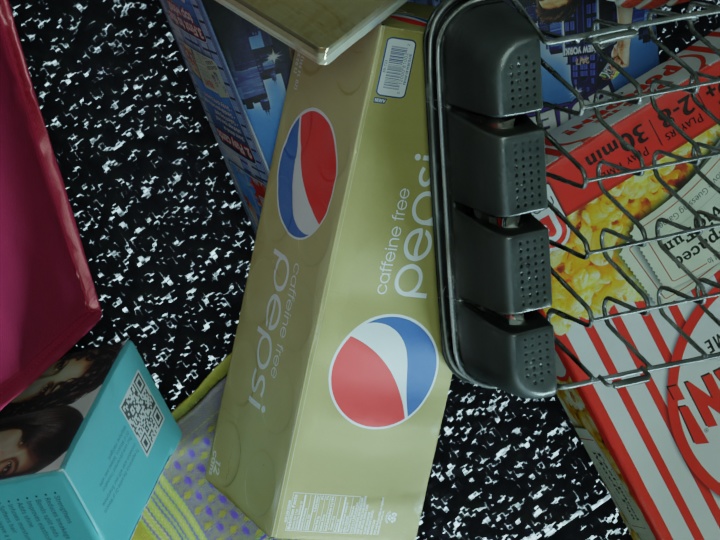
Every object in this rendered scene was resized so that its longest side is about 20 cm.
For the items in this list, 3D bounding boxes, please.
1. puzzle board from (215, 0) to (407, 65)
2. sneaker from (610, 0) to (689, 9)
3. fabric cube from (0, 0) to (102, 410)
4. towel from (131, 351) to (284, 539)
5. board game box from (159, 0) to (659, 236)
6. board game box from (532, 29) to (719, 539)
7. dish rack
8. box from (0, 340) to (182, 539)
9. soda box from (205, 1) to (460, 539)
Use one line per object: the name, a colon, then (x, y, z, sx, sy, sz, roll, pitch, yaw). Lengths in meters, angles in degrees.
puzzle board: (-0.044, -0.160, 1.120, 0.200, 0.017, 0.151, 33, 51, 22)
sneaker: (0.144, -0.161, 1.184, 0.200, 0.077, 0.082, -21, 81, -46)
fabric cube: (-0.237, -0.030, 1.092, 0.199, 0.196, 0.200, -13, 100, 15)
towel: (-0.035, 0.139, 1.190, 0.144, 0.023, 0.200, -36, 101, -26)
board game box: (0.018, -0.072, 1.194, 0.200, 0.062, 0.200, -15, 113, -20)
board game box: (0.149, 0.018, 1.191, 0.151, 0.046, 0.200, -32, 105, -11)
dish rack: (0.127, -0.037, 1.107, 0.200, 0.055, 0.154, -11, 112, -18)
box: (-0.174, 0.085, 1.142, 0.200, 0.082, 0.049, -12, 120, 25)
soda box: (0.000, 0.000, 1.134, 0.064, 0.068, 0.200, 7, 104, -28)
